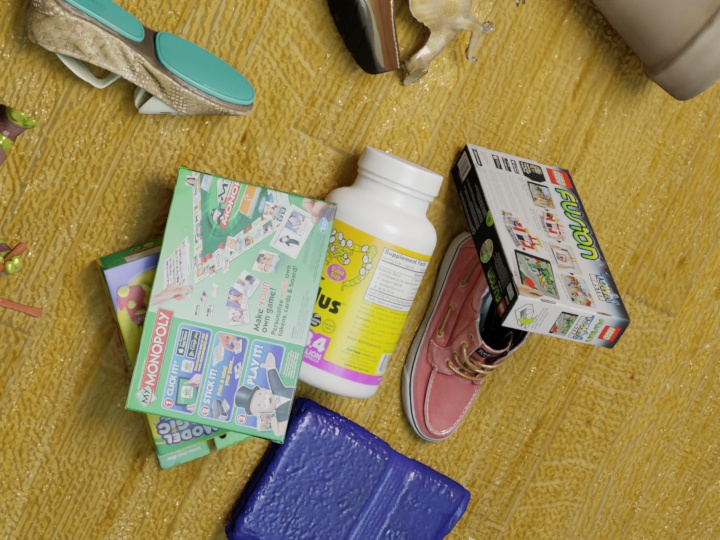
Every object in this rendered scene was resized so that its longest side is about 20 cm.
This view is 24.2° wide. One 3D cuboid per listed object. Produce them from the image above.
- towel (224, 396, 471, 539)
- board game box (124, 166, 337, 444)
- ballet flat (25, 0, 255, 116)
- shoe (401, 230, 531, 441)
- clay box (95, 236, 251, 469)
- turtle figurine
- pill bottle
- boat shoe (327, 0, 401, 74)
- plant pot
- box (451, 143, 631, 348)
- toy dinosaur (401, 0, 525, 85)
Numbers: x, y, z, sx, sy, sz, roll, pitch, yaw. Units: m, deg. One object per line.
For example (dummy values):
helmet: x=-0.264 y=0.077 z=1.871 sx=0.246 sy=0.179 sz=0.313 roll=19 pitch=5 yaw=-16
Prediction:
towel: x=-0.012 y=0.218 z=1.517 sx=0.199 sy=0.049 sz=0.148 roll=32 pitch=84 yaw=-24
board game box: x=-0.105 y=0.028 z=1.367 sx=0.134 sy=0.029 sz=0.201 roll=13 pitch=93 yaw=-6
ballet flat: x=-0.180 y=-0.167 z=1.349 sx=0.199 sy=0.071 sz=0.065 roll=30 pitch=120 yaw=-22
shoe: x=0.095 y=0.070 z=1.486 sx=0.071 sy=0.091 sz=0.201 roll=9 pitch=105 yaw=-23
clay box: x=-0.141 y=0.069 z=1.425 sx=0.114 sy=0.048 sz=0.201 roll=-19 pitch=108 yaw=-13
turtle figurine: x=-0.317 y=-0.059 z=1.318 sx=0.199 sy=0.064 sz=0.162 roll=27 pitch=86 yaw=-16
pill bottle: x=0.000 y=0.000 z=1.428 sx=0.104 sy=0.104 sz=0.201 roll=19 pitch=96 yaw=-23
boat shoe: x=0.008 y=-0.263 z=1.379 sx=0.073 sy=0.076 sz=0.201 roll=-21 pitch=111 yaw=-17
plant pot: x=0.262 y=-0.274 z=1.422 sx=0.173 sy=0.200 sz=0.201 roll=34 pitch=91 yaw=-7
box: x=0.151 y=-0.023 z=1.429 sx=0.109 sy=0.201 sz=0.035 roll=13 pitch=128 yaw=-23
toy dinosaur: x=0.085 y=-0.246 z=1.410 sx=0.101 sy=0.058 sz=0.201 roll=-5 pitch=115 yaw=-30
